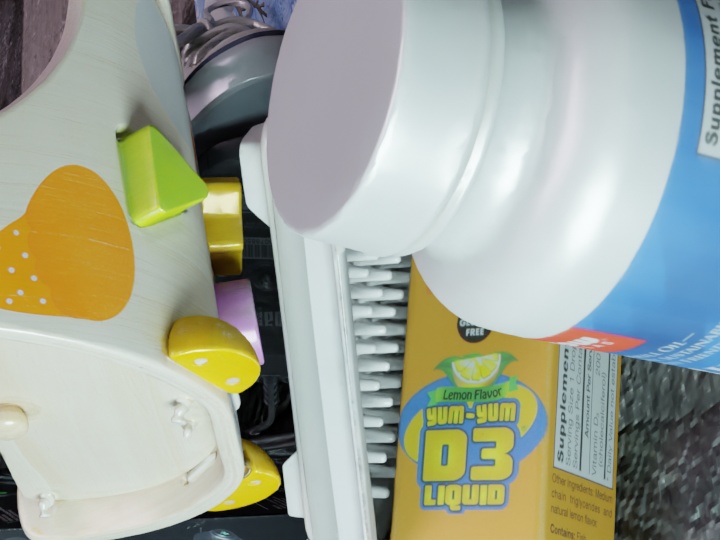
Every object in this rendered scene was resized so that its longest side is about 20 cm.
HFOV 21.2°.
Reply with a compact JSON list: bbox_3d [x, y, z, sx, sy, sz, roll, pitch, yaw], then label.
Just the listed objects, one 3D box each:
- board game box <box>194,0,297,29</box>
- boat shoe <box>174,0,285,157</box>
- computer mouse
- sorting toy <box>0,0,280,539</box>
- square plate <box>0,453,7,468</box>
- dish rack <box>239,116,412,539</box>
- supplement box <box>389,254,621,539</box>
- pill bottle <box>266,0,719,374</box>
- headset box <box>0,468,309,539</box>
[{"bbox_3d":[-0.029,-0.108,0.901,0.200,0.043,0.201,-148,50,-63],"label":"board game box"},{"bbox_3d":[-0.059,-0.080,0.844,0.202,0.074,0.087,113,143,-73],"label":"boat shoe"},{"bbox_3d":[-0.066,0.014,0.835,0.046,0.139,0.201,-86,-8,-49],"label":"computer mouse"},{"bbox_3d":[-0.084,-0.020,0.689,0.200,0.106,0.182,86,-178,-63],"label":"sorting toy"},{"bbox_3d":[-0.146,-0.001,0.926,0.201,0.028,0.198,-53,-17,-17],"label":"square plate"},{"bbox_3d":[0.000,0.000,0.712,0.172,0.043,0.202,-62,-31,-62],"label":"dish rack"},{"bbox_3d":[0.051,0.090,0.683,0.066,0.069,0.202,-5,71,32],"label":"supplement box"},{"bbox_3d":[0.079,-0.031,0.531,0.112,0.198,0.113,-37,48,56],"label":"pill bottle"},{"bbox_3d":[-0.118,0.144,0.870,0.174,0.198,0.094,-175,86,-64],"label":"headset box"}]
